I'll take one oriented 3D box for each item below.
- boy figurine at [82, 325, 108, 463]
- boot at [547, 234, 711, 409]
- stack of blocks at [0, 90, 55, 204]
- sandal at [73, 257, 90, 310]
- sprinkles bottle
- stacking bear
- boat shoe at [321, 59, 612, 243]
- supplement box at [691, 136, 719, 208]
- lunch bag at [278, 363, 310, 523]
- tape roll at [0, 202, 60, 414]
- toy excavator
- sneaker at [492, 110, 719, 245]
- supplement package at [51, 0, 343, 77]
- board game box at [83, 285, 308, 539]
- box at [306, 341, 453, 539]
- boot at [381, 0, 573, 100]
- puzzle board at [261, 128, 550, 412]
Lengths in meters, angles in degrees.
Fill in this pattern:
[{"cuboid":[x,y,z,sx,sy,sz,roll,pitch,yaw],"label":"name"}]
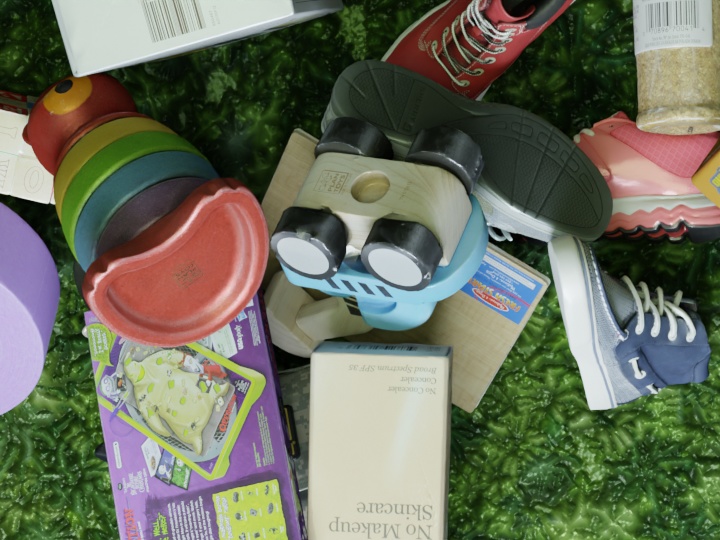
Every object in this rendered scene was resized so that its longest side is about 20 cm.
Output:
[{"cuboid":[-0.124,0.039,1.534,0.124,0.064,0.201,11,77,10],"label":"boy figurine"},{"cuboid":[0.180,0.027,1.509,0.090,0.200,0.073,-14,64,7],"label":"boot"},{"cuboid":[-0.280,-0.100,1.587,0.199,0.115,0.059,13,101,-12],"label":"stack of blocks"},{"cuboid":[-0.133,0.038,1.585,0.075,0.045,0.200,-44,61,1],"label":"sandal"},{"cuboid":[0.211,-0.193,1.503,0.068,0.068,0.201,-2,86,9],"label":"sprinkles bottle"},{"cuboid":[-0.151,-0.054,1.465,0.121,0.114,0.200,-35,52,-4],"label":"stacking bear"},{"cuboid":[0.070,-0.071,1.505,0.201,0.065,0.075,23,62,-3],"label":"boat shoe"},{"cuboid":[0.294,-0.116,1.466,0.069,0.067,0.200,36,61,0],"label":"supplement box"},{"cuboid":[-0.036,0.165,1.589,0.163,0.118,0.201,-20,89,9],"label":"lunch bag"},{"cuboid":[-0.312,0.022,1.580,0.199,0.066,0.201,4,137,4],"label":"tape roll"},{"cuboid":[0.000,0.000,1.499,0.193,0.200,0.100,9,55,25],"label":"toy excavator"},{"cuboid":[0.159,-0.064,1.559,0.199,0.074,0.087,0,80,8],"label":"sneaker"},{"cuboid":[-0.113,-0.222,1.501,0.151,0.200,0.152,-14,95,10],"label":"supplement package"},{"cuboid":[-0.105,0.110,1.467,0.119,0.032,0.201,-12,75,6],"label":"board game box"},{"cuboid":[0.012,0.150,1.486,0.094,0.078,0.201,0,94,4],"label":"box"},{"cuboid":[0.068,-0.150,1.512,0.200,0.144,0.072,-43,91,13],"label":"boot"},{"cuboid":[0.020,0.000,1.569,0.199,0.017,0.151,30,136,3],"label":"puzzle board"}]
